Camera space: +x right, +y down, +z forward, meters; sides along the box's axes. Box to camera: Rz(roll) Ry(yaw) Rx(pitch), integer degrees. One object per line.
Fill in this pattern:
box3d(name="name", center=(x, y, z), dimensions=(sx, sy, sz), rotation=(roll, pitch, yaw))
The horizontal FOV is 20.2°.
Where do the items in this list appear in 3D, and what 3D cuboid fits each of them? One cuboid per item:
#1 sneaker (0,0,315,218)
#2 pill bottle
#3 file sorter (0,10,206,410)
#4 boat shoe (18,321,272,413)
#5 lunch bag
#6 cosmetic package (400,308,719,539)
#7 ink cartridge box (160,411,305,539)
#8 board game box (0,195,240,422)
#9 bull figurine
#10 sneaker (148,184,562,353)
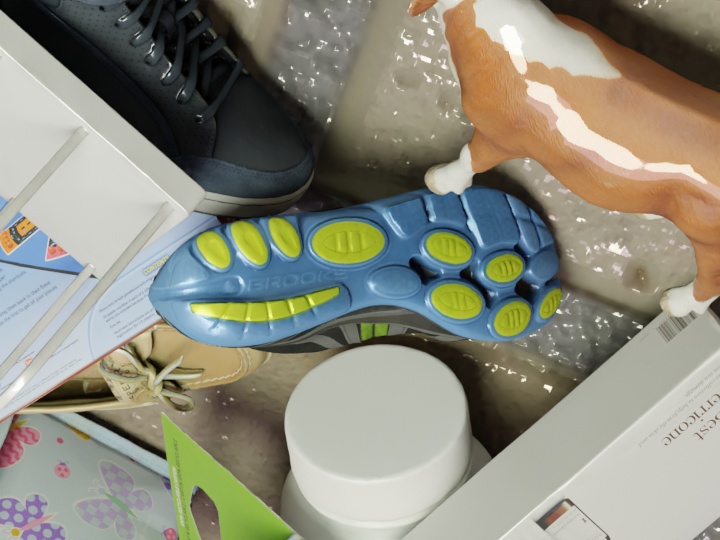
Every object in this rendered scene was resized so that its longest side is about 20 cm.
box3d(name="sneaker", center=(-0.082, -0.112, 0.841), dimensions=(0.202, 0.077, 0.146), rotation=(33, 138, -13))
box3d(name="pill bottle", center=(0.019, 0.137, 1.031), dimensions=(0.114, 0.114, 0.200), rotation=(5, 136, 14))
box3d(name="file sorter", center=(-0.194, -0.039, 0.841), dimensions=(0.200, 0.125, 0.139), rotation=(41, 157, -10))
box3d(name="boat shoe", center=(-0.138, 0.047, 1.033), dimensions=(0.200, 0.063, 0.073), rotation=(-6, 131, 24))
box3d(name="lunch bag", center=(-0.212, 0.150, 1.084), dimensions=(0.200, 0.170, 0.127), rotation=(30, 139, -9))
box3d(name="cosmetic package", center=(0.109, 0.108, 0.940), dimensions=(0.200, 0.051, 0.083), rotation=(-42, 125, 9))
box3d(name="ink cartridge box", center=(-0.055, 0.189, 0.998), dimensions=(0.200, 0.076, 0.148), rotation=(39, 150, 29))
box3d(name="board game box", center=(-0.151, -0.001, 0.969), dimensions=(0.200, 0.019, 0.103), rotation=(-31, 97, 28))
box3d(name="bull figurine", center=(0.091, -0.061, 0.830), dimensions=(0.200, 0.065, 0.121), rotation=(32, 153, 6))
box3d(name="sneaker", center=(0.000, 0.000, 0.902), dimensions=(0.199, 0.071, 0.083), rotation=(-4, 180, -24))
